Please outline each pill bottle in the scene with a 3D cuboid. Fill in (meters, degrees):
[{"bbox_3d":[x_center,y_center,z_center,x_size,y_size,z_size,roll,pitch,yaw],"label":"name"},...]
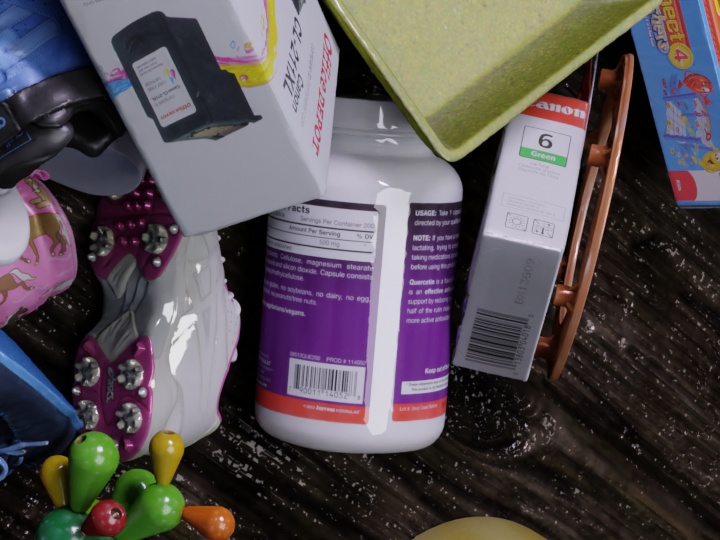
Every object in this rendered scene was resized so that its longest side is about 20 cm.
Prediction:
[{"bbox_3d":[0.000,0.000,1.408,0.112,0.112,0.201,1,97,-33],"label":"pill bottle"}]

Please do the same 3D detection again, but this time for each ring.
[{"bbox_3d":[0.132,-0.033,1.460,0.019,0.200,0.201,12,91,1],"label":"ring"}]

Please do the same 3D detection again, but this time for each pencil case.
[{"bbox_3d":[-0.243,0.016,1.270,0.200,0.087,0.083,-31,80,-26],"label":"pencil case"}]

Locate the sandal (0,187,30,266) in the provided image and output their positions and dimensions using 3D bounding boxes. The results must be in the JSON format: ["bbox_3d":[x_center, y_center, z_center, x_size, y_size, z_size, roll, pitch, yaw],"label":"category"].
[{"bbox_3d":[-0.257,-0.063,1.238,0.202,0.050,0.083,36,35,-4],"label":"sandal"}]

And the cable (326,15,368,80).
[{"bbox_3d":[-0.057,-0.179,1.378,0.200,0.051,0.164,-15,106,-30],"label":"cable"}]

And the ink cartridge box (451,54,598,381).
[{"bbox_3d":[0.099,-0.044,1.441,0.050,0.200,0.109,13,134,1],"label":"ink cartridge box"}]

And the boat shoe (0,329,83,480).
[{"bbox_3d":[-0.188,0.078,1.261,0.069,0.084,0.200,-42,161,-8],"label":"boat shoe"}]

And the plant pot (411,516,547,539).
[{"bbox_3d":[0.102,0.266,1.501,0.200,0.142,0.201,-6,102,-32],"label":"plant pot"}]

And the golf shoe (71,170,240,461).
[{"bbox_3d":[-0.106,0.008,1.374,0.091,0.075,0.201,7,96,-49],"label":"golf shoe"}]

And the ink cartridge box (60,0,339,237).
[{"bbox_3d":[-0.085,-0.142,1.229,0.083,0.146,0.200,-16,125,14],"label":"ink cartridge box"}]

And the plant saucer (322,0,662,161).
[{"bbox_3d":[0.046,-0.182,1.374,0.200,0.048,0.200,-38,94,-32],"label":"plant saucer"}]

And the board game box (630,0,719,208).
[{"bbox_3d":[0.249,-0.170,1.546,0.196,0.056,0.200,-38,118,-42],"label":"board game box"}]

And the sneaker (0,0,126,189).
[{"bbox_3d":[-0.195,-0.097,1.194,0.200,0.077,0.112,-2,70,-44],"label":"sneaker"}]

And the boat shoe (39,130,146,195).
[{"bbox_3d":[-0.199,-0.107,1.293,0.200,0.074,0.066,29,55,-30],"label":"boat shoe"}]

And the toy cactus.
[{"bbox_3d":[-0.148,0.177,1.303,0.102,0.200,0.165,30,54,9],"label":"toy cactus"}]
